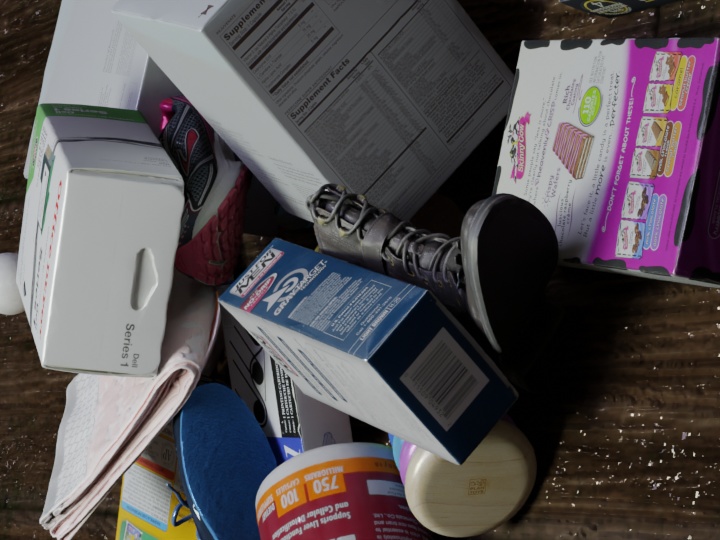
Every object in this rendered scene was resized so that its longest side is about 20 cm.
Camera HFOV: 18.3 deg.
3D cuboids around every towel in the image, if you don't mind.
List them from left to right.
[{"bbox_3d":[-0.165,0.078,1.628,0.191,0.032,0.200,-49,19,25],"label":"towel"}]

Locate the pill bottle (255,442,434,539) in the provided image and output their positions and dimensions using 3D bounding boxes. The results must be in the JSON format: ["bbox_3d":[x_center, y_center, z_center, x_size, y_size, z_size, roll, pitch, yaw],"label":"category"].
[{"bbox_3d":[0.002,0.221,1.428,0.113,0.113,0.201,-48,44,41],"label":"pill bottle"}]

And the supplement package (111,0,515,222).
[{"bbox_3d":[-0.028,-0.147,1.486,0.151,0.200,0.152,-47,28,-12],"label":"supplement package"}]

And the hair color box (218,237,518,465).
[{"bbox_3d":[0.002,0.046,1.380,0.061,0.100,0.200,-48,28,-14],"label":"hair color box"}]

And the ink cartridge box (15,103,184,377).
[{"bbox_3d":[-0.187,-0.025,1.574,0.200,0.084,0.147,-130,47,-69],"label":"ink cartridge box"}]

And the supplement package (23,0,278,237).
[{"bbox_3d":[-0.152,-0.141,1.792,0.200,0.147,0.192,16,94,60],"label":"supplement package"}]

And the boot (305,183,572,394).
[{"bbox_3d":[0.036,-0.007,1.356,0.174,0.200,0.069,29,68,27],"label":"boot"}]

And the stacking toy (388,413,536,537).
[{"bbox_3d":[0.046,0.085,1.454,0.086,0.085,0.200,-65,25,21],"label":"stacking toy"}]

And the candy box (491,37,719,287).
[{"bbox_3d":[0.160,-0.066,1.320,0.200,0.061,0.137,11,89,60],"label":"candy box"}]

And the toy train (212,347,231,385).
[{"bbox_3d":[-0.088,0.063,1.720,0.200,0.034,0.046,-57,34,32],"label":"toy train"}]

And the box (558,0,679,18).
[{"bbox_3d":[0.192,-0.265,1.352,0.161,0.049,0.201,-9,72,60],"label":"box"}]

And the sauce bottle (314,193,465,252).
[{"bbox_3d":[0.000,0.000,1.563,0.200,0.066,0.066,-25,58,52],"label":"sauce bottle"}]

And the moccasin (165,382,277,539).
[{"bbox_3d":[-0.091,0.180,1.543,0.068,0.080,0.201,-40,63,61],"label":"moccasin"}]

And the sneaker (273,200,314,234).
[{"bbox_3d":[-0.044,-0.129,1.655,0.079,0.095,0.201,22,98,60],"label":"sneaker"}]

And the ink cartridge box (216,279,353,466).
[{"bbox_3d":[-0.048,0.103,1.569,0.094,0.044,0.201,-5,94,59],"label":"ink cartridge box"}]

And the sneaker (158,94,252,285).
[{"bbox_3d":[-0.118,-0.059,1.612,0.200,0.074,0.081,-87,2,-56],"label":"sneaker"}]

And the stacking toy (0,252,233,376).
[{"bbox_3d":[-0.213,0.019,1.784,0.146,0.199,0.147,-29,55,52],"label":"stacking toy"}]

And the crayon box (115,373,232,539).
[{"bbox_3d":[-0.131,0.184,1.697,0.126,0.051,0.201,18,103,50],"label":"crayon box"}]
